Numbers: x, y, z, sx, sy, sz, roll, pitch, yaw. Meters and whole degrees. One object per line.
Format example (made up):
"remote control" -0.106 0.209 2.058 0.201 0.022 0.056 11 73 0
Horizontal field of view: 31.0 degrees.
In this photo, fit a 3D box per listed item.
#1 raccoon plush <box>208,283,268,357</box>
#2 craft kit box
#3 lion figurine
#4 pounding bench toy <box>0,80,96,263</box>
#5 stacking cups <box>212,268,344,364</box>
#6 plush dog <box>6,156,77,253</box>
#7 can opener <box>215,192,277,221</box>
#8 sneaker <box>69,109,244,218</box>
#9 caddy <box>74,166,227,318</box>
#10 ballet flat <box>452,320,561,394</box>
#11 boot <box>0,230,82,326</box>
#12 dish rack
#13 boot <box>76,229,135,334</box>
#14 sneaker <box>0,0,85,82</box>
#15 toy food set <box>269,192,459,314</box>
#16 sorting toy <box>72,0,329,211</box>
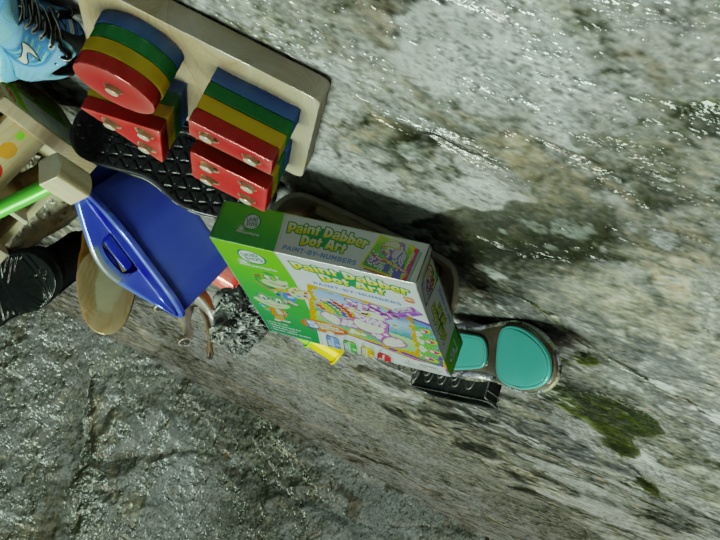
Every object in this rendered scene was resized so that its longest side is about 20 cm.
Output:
"raccoon plush" -0.080 0.040 1.403 0.199 0.135 0.097 11 159 47
"craft kit box" -0.016 0.019 1.196 0.199 0.049 0.198 12 153 21
"lion figurine" -0.224 0.016 1.590 0.200 0.072 0.123 76 172 -54
"pounding bench toy" -0.352 -0.088 1.235 0.124 0.156 0.200 40 -172 -45
"stacking cups" -0.106 0.047 1.636 0.199 0.061 0.060 29 166 -9
"plush dog" -0.438 -0.108 1.553 0.172 0.160 0.200 51 165 -2
"can opener" -0.112 -0.047 1.314 0.066 0.053 0.200 45 165 1
"sneaker" -0.177 -0.108 1.225 0.199 0.072 0.083 26 -172 12
"caddy" -0.231 -0.037 1.351 0.141 0.105 0.200 31 158 51
"ballet flat" 0.153 0.084 1.320 0.072 0.072 0.200 34 165 -30
"boot" -0.373 -0.002 1.573 0.198 0.162 0.074 -29 96 43
"dish rack" 0.060 0.086 1.493 0.200 0.055 0.153 34 164 -29
"boot" -0.290 -0.012 1.511 0.070 0.202 0.144 -1 165 -8
"sneaker" -0.261 -0.202 1.023 0.089 0.079 0.200 8 170 -3
"toy food set" 0.000 0.000 1.267 0.199 0.061 0.144 25 167 4
"sorting toy" -0.135 -0.130 1.014 0.198 0.070 0.200 27 167 0
